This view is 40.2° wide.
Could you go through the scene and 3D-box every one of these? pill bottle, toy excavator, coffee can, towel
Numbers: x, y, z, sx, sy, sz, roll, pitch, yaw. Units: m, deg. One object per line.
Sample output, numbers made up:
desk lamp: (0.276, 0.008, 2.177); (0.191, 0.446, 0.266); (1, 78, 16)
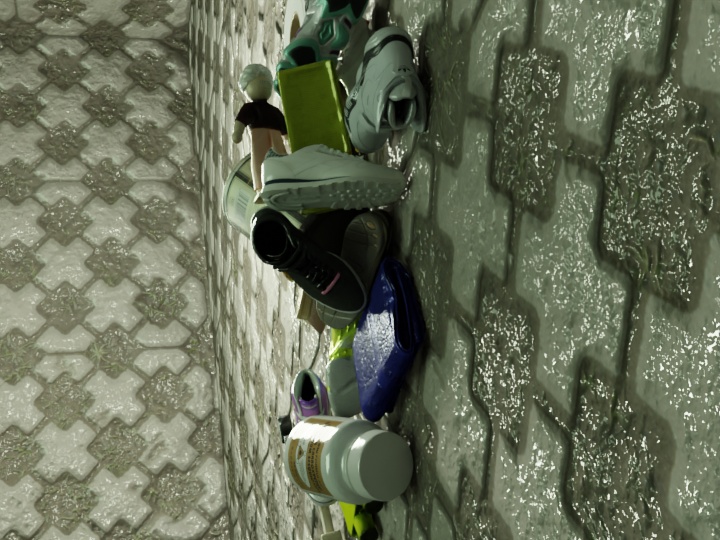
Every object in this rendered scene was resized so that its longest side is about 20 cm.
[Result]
pill bottle: (-0.016, 0.264, 1.370); (0.199, 0.113, 0.117); (-8, 84, 59)
toy excavator: (-0.069, 0.364, 1.695); (0.195, 0.098, 0.203); (-120, 19, -63)
coffee can: (-0.095, -0.081, 1.477); (0.199, 0.145, 0.149); (35, 130, 39)
towel: (0.037, 0.098, 1.338); (0.201, 0.049, 0.150); (111, 156, -52)
towel: (-0.058, -0.182, 1.351); (0.018, 0.084, 0.204); (-15, -86, -86)

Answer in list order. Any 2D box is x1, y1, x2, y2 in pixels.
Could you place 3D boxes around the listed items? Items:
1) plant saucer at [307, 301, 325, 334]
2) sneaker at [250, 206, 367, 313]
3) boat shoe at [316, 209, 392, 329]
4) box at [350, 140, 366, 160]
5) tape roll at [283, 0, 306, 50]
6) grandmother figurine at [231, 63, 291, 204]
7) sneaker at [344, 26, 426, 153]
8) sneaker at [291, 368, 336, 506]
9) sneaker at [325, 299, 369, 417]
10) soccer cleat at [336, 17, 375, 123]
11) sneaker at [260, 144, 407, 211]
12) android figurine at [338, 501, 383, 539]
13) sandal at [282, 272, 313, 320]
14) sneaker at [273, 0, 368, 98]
plant saucer: (-0.060, 0.001, 1.605); (0.200, 0.034, 0.204); (-168, 90, -84)
sneaker: (-0.075, -0.005, 1.317); (0.071, 0.199, 0.099); (-48, 3, 9)
boat shoe: (0.000, 0.000, 1.398); (0.074, 0.073, 0.202); (37, 126, 13)
box: (-0.039, -0.189, 1.575); (0.200, 0.048, 0.163); (148, 121, -72)
tape roll: (-0.078, -0.381, 1.654); (0.202, 0.069, 0.207); (179, 90, -75)
grandmother figurine: (-0.132, -0.196, 1.390); (0.060, 0.121, 0.204); (-18, 77, 30)
sneaker: (0.030, -0.201, 1.267); (0.201, 0.074, 0.116); (107, 156, -50)
sneaker: (-0.074, 0.249, 1.495); (0.115, 0.071, 0.204); (79, 178, -62)
sneaker: (-0.015, 0.119, 1.504); (0.105, 0.074, 0.204); (167, 108, -86)
soccer cleat: (-0.012, -0.288, 1.407); (0.070, 0.076, 0.203); (115, 149, -58)
sneaker: (-0.036, -0.130, 1.307); (0.077, 0.196, 0.082); (86, -174, -61)
android figurine: (-0.008, 0.320, 1.529); (0.201, 0.040, 0.185); (-118, 30, -57)
sandal: (-0.103, -0.012, 1.552); (0.214, 0.068, 0.078); (-87, 11, -48)
sneaker: (-0.060, -0.341, 1.415); (0.201, 0.077, 0.140); (-52, 21, 13)
